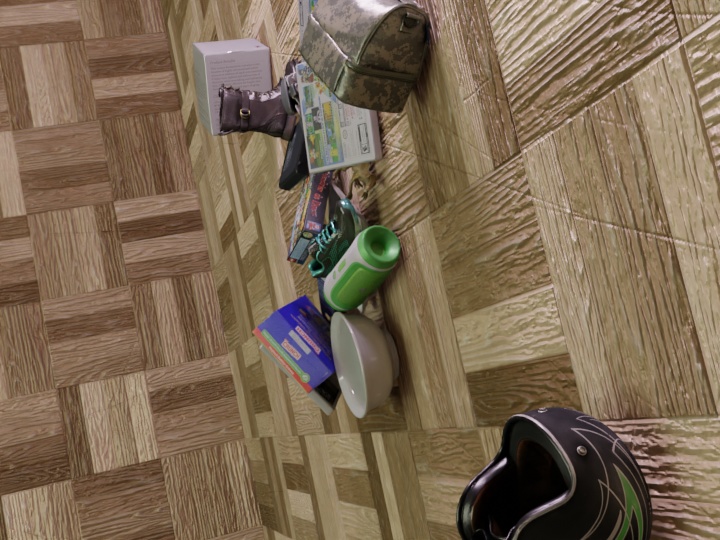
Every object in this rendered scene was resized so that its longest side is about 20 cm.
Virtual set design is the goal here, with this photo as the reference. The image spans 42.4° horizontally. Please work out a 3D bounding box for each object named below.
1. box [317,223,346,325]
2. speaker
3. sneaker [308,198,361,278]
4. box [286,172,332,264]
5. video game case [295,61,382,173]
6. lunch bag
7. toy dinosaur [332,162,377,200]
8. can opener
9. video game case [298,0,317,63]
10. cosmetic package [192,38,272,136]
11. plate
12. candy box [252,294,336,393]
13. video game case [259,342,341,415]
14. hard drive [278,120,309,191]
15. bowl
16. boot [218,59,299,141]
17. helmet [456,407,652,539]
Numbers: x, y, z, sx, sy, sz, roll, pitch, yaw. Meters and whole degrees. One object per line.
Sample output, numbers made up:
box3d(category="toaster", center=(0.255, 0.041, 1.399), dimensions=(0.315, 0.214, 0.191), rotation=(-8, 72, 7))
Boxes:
box3d(category="box", center=(-0.064, 0.011, 1.903), dimensions=(0.121, 0.032, 0.203), rotation=(-142, 45, -68))
box3d(category="speaker", center=(0.000, 0.000, 1.668), dimensions=(0.200, 0.087, 0.089), rotation=(-51, 51, 54))
box3d(category="sneaker", center=(-0.052, -0.050, 1.731), dimensions=(0.201, 0.090, 0.078), rotation=(100, 152, -47))
box3d(category="box", center=(-0.098, -0.131, 1.861), dimensions=(0.137, 0.037, 0.202), rotation=(125, 157, -59))
box3d(category="video game case", center=(-0.041, -0.285, 1.655), dimensions=(0.181, 0.022, 0.203), rotation=(-5, 94, 47))
box3d(category="lunch bag", center=(0.014, -0.354, 1.388), dimensions=(0.201, 0.138, 0.169), rotation=(58, 136, 43))
box3d(category="toy dinosaur", center=(-0.007, -0.199, 1.706), dimensions=(0.102, 0.058, 0.201), rotation=(-61, 40, 40))
box3d(category="can opener", center=(-0.099, -0.280, 1.773), dimensions=(0.067, 0.053, 0.202), rotation=(-18, 90, 53))
box3d(category="video game case", center=(-0.082, -0.435, 1.808), dimensions=(0.182, 0.022, 0.203), rotation=(-136, 40, -62))
box3d(category="cosmetic package", center=(-0.317, -0.461, 2.316), dimensions=(0.166, 0.165, 0.203), rotation=(-133, 37, -60))
box3d(category="plate", center=(-0.019, -0.050, 1.827), dimensions=(0.200, 0.032, 0.202), rotation=(-128, 32, -56))
box3d(category="candy box", center=(-0.112, 0.148, 1.904), dimensions=(0.169, 0.077, 0.200), rotation=(49, -167, 4))
box3d(category="video game case", center=(-0.117, 0.199, 1.952), dimensions=(0.200, 0.023, 0.182), rotation=(45, -166, -4))
box3d(category="hard drive", center=(-0.130, -0.254, 1.974), dimensions=(0.200, 0.032, 0.141), rotation=(164, 119, -75))
box3d(category="bowl", center=(0.015, 0.168, 1.740), dimensions=(0.201, 0.089, 0.204), rotation=(169, 90, -73))
box3d(category="boot", center=(-0.220, -0.376, 2.002), dimensions=(0.069, 0.172, 0.203), rotation=(149, 129, -72))
box3d(category="helmet", center=(0.217, 0.253, 0.999), dimensions=(0.199, 0.191, 0.200), rotation=(38, 168, 10))
